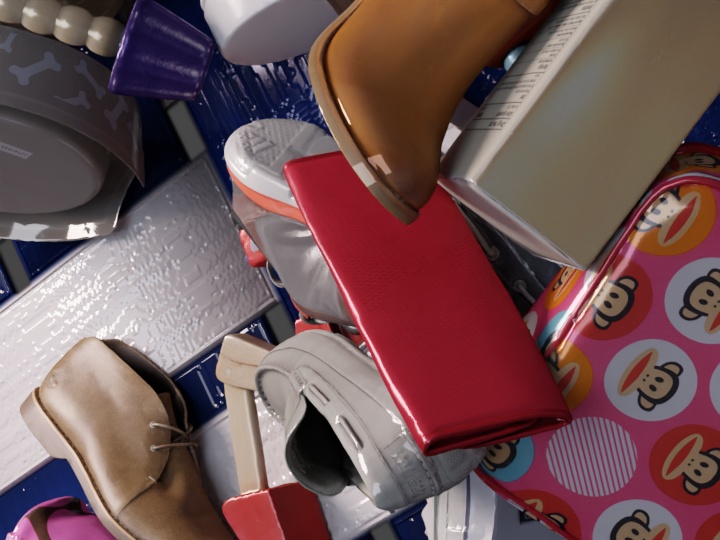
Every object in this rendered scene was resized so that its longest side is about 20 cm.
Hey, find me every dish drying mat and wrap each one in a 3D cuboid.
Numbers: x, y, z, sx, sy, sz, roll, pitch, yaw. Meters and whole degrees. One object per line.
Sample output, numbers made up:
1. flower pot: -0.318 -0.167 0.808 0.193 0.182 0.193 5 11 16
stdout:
1. dish drying mat: 0.028 0.007 0.807 0.018 0.077 0.200 92 159 -43

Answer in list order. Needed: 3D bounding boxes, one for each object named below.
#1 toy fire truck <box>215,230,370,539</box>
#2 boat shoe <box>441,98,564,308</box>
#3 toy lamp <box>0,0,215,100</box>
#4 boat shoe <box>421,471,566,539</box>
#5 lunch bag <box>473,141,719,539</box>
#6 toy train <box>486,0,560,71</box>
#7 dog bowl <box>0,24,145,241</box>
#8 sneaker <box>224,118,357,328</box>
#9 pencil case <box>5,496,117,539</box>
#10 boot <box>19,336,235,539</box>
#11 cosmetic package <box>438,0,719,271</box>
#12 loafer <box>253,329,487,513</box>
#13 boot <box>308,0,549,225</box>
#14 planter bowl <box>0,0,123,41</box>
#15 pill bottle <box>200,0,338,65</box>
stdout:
1. toy fire truck: -0.036 0.055 0.974 0.141 0.049 0.200 -28 77 28
2. boat shoe: 0.071 -0.030 0.901 0.200 0.072 0.068 44 110 15
3. toy lamp: -0.178 -0.140 0.912 0.200 0.058 0.058 17 102 -7
4. boat shoe: 0.067 0.136 0.912 0.070 0.071 0.200 4 97 58
5. lunch bag: 0.167 0.057 0.813 0.176 0.082 0.200 34 111 -5
6. toy train: 0.066 -0.211 0.905 0.150 0.056 0.200 -35 74 26
7. dog bowl: -0.222 -0.083 1.007 0.200 0.200 0.059 -8 65 31
8. sneaker: 0.000 0.000 0.890 0.200 0.077 0.082 46 140 33
9. pencil case: -0.135 0.215 1.012 0.200 0.094 0.091 30 106 28
10. boot: -0.125 0.117 1.022 0.200 0.074 0.075 43 101 26
11. cosmetic package: 0.127 -0.101 0.799 0.071 0.105 0.200 37 90 -10
12. loafer: -0.013 0.076 0.846 0.070 0.070 0.200 61 160 -16
13. boot: 0.057 -0.124 0.802 0.155 0.074 0.200 -25 44 21
14. planter bowl: -0.212 -0.209 1.005 0.135 0.200 0.200 16 100 13
15. pill bottle: -0.070 -0.226 0.953 0.113 0.113 0.200 -30 76 28
